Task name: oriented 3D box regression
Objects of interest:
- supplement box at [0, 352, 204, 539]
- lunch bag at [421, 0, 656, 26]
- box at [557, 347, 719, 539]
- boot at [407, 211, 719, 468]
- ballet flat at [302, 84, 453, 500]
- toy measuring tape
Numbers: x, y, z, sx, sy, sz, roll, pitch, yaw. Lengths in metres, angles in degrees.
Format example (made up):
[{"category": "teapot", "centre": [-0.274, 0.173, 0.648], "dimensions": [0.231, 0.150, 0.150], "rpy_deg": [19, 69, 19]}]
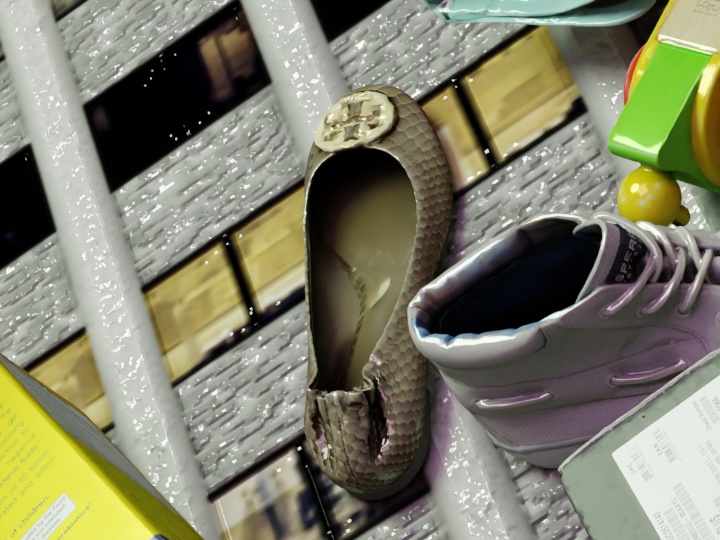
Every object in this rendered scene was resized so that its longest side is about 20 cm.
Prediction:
[{"category": "supplement box", "centre": [-0.129, 0.123, 1.153], "dimensions": [0.110, 0.109, 0.200], "rpy_deg": [-48, 45, -2]}, {"category": "lunch bag", "centre": [0.107, -0.195, 1.158], "dimensions": [0.171, 0.122, 0.200], "rpy_deg": [-57, 7, -32]}, {"category": "box", "centre": [0.166, 0.140, 0.889], "dimensions": [0.086, 0.164, 0.200], "rpy_deg": [-37, 47, 10]}, {"category": "boot", "centre": [0.117, 0.013, 1.058], "dimensions": [0.200, 0.096, 0.074], "rpy_deg": [-22, 50, 23]}, {"category": "ballet flat", "centre": [0.000, 0.000, 1.186], "dimensions": [0.067, 0.046, 0.200], "rpy_deg": [-16, 53, 26]}, {"category": "toy measuring tape", "centre": [0.157, -0.098, 1.122], "dimensions": [0.073, 0.074, 0.200], "rpy_deg": [19, 75, 42]}]
